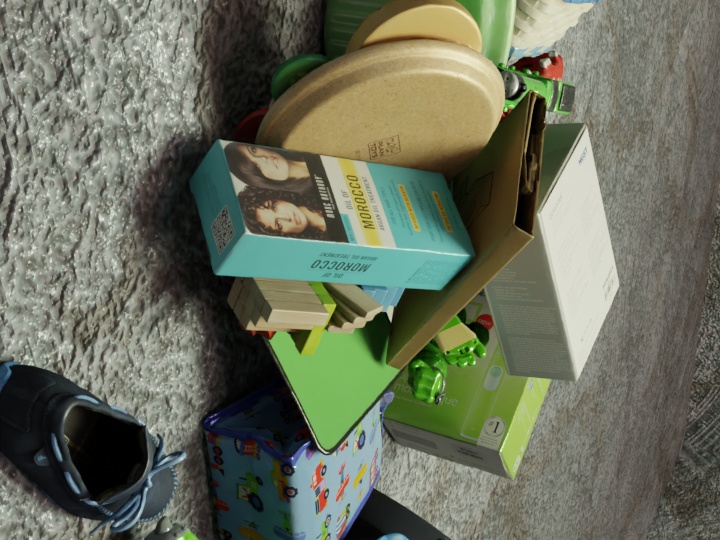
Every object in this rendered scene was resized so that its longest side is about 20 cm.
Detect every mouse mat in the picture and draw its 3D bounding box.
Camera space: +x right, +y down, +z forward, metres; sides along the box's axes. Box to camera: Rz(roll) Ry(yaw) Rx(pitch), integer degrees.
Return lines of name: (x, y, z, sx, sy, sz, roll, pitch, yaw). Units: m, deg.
mouse mat: (-0.034, 0.026, 0.854, 0.161, 0.008, 0.200, -42, 109, -54)

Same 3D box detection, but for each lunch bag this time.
lunch bag: (-0.029, 0.151, 0.914, 0.200, 0.094, 0.151, -36, 134, -45)

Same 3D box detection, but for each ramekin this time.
ramekin: (0.051, -0.210, 0.912, 0.200, 0.098, 0.200, -40, 137, -52)

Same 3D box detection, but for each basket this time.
basket: (0.175, -0.310, 1.045, 0.200, 0.139, 0.176, -52, 166, 27)

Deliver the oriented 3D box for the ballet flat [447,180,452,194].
ballet flat: (0.050, -0.110, 0.973, 0.071, 0.065, 0.200, -52, -164, 26)

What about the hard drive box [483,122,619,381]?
hard drive box: (0.182, -0.019, 1.044, 0.156, 0.077, 0.200, -55, 137, -43)

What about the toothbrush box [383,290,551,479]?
toothbrush box: (0.129, 0.107, 1.180, 0.200, 0.145, 0.086, -63, 151, -24)

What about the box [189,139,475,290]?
box: (-0.017, -0.037, 0.770, 0.200, 0.082, 0.049, 4, 144, -36)

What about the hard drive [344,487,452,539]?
hard drive: (0.026, 0.289, 1.013, 0.042, 0.200, 0.135, -9, 113, -40)

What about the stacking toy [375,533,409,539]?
stacking toy: (-0.019, 0.299, 0.969, 0.116, 0.200, 0.110, -33, 95, -25)

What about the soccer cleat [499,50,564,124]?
soccer cleat: (0.165, -0.162, 1.128, 0.200, 0.069, 0.085, -54, 135, -40)

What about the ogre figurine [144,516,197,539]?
ogre figurine: (-0.116, 0.263, 0.780, 0.200, 0.098, 0.120, 31, 64, -20)

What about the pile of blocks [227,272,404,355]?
pile of blocks: (-0.020, 0.027, 0.803, 0.200, 0.082, 0.062, -17, 139, -53)

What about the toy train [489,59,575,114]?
toy train: (0.143, -0.159, 0.945, 0.200, 0.056, 0.042, -12, 114, -63)

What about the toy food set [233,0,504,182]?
toy food set: (0.010, -0.109, 0.794, 0.200, 0.198, 0.049, 46, 23, -60)

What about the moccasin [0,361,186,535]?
moccasin: (-0.163, 0.124, 0.671, 0.081, 0.068, 0.200, -68, 154, -16)

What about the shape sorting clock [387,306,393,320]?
shape sorting clock: (0.000, 0.000, 0.980, 0.200, 0.039, 0.200, -31, 126, -55)

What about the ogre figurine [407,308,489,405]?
ogre figurine: (0.086, 0.045, 1.082, 0.120, 0.098, 0.200, 109, -20, -70)

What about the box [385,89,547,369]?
box: (0.085, -0.031, 0.880, 0.200, 0.021, 0.164, -49, -160, 44)
